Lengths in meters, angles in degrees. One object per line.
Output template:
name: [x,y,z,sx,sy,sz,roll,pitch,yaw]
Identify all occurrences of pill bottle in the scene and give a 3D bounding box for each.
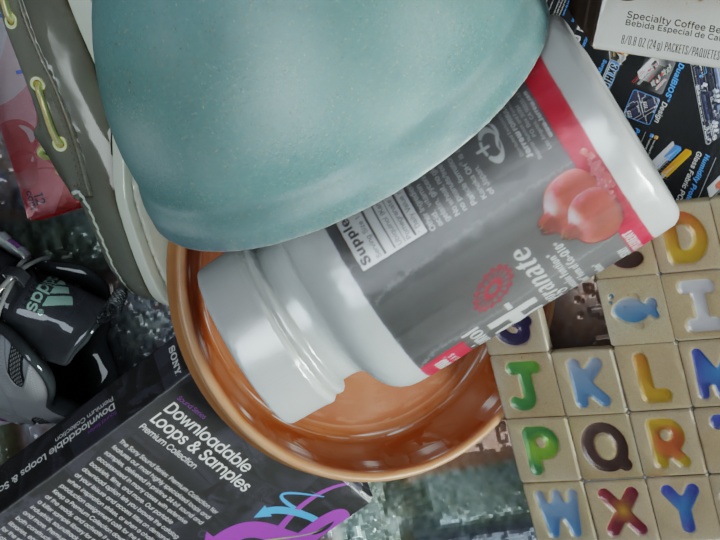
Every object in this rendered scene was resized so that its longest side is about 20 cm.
pill bottle: [0.031,-0.018,1.282,0.200,0.111,0.111,-32,95,7]

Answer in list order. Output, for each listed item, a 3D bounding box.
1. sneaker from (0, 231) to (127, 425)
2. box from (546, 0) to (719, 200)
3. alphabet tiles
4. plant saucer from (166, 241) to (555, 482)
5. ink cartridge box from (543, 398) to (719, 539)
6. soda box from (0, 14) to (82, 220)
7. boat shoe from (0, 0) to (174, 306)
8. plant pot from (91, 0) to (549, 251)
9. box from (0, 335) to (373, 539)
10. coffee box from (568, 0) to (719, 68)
sneaker: [-0.173,0.001,1.380,0.140,0.078,0.200,7,142,37]
box: [0.160,-0.106,1.341,0.198,0.050,0.200,19,106,-9]
alphabet tiles: [0.150,0.048,1.332,0.200,0.008,0.167,-5,107,33]
plant saucer: [0.000,0.000,1.375,0.200,0.032,0.201,0,90,-26]
ink cartridge box: [0.221,0.133,1.376,0.200,0.043,0.196,-24,108,37]
soda box: [-0.154,-0.130,1.402,0.063,0.070,0.200,-16,99,11]
boat shoe: [-0.121,-0.078,1.341,0.060,0.072,0.202,-3,112,29]
plant pot: [-0.037,-0.122,1.248,0.200,0.200,0.134,-25,117,14]
box: [-0.114,0.126,1.429,0.200,0.036,0.143,-35,132,16]
coffee box: [0.202,-0.143,1.266,0.200,0.080,0.113,10,107,-6]
